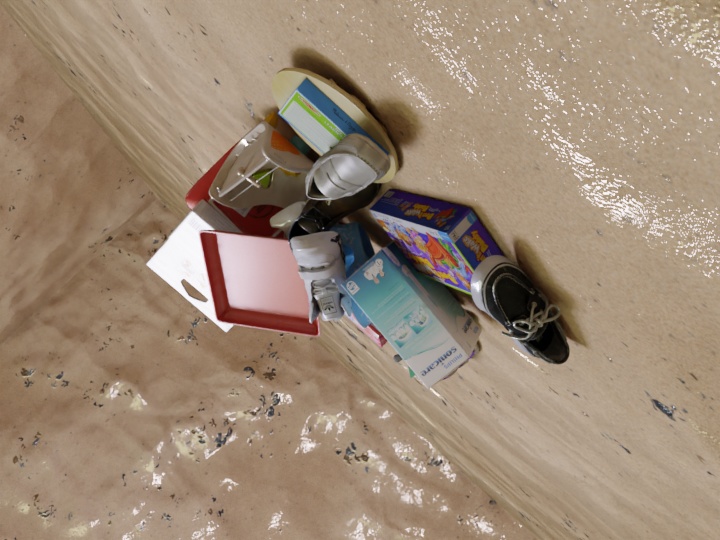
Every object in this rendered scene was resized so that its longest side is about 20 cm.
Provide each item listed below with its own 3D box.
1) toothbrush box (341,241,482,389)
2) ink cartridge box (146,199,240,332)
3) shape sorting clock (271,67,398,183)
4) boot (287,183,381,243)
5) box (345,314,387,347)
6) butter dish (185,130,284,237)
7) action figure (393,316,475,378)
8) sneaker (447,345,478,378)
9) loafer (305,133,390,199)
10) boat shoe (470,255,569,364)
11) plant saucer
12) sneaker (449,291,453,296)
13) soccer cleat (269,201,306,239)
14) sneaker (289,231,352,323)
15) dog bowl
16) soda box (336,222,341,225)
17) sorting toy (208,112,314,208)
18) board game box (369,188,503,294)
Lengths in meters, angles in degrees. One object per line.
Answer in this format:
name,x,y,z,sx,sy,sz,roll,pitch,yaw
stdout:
toothbrush box,0.082,0.058,1.179,0.200,0.085,0.146,49,-161,1
ink cartridge box,-0.260,-0.004,1.411,0.200,0.045,0.176,42,127,-12
shape sorting clock,-0.033,-0.186,1.016,0.200,0.039,0.200,37,168,9
boot,-0.041,-0.088,1.168,0.075,0.097,0.200,38,154,-14
box,0.001,0.046,1.567,0.200,0.103,0.095,40,168,17
butter dish,-0.179,-0.140,1.430,0.199,0.200,0.148,45,-167,-15
action figure,0.125,0.109,1.351,0.200,0.055,0.118,-29,75,49
sneaker,0.158,0.157,1.448,0.080,0.088,0.200,44,166,15
loafer,-0.020,-0.119,0.965,0.070,0.070,0.200,40,168,-11
boat shoe,0.203,0.057,0.965,0.068,0.074,0.199,36,167,48
plant saucer,-0.164,0.015,1.338,0.199,0.037,0.200,8,128,15
sneaker,0.078,0.042,1.330,0.078,0.082,0.200,51,168,-34
soccer cleat,-0.088,-0.058,1.352,0.200,0.077,0.069,52,-156,-59
sneaker,-0.053,0.013,1.166,0.200,0.075,0.115,60,-159,-78
dog bowl,0.000,0.000,1.327,0.112,0.049,0.200,55,-164,-50
soda box,-0.091,-0.001,1.473,0.068,0.200,0.063,31,164,45
sorting toy,-0.118,-0.151,1.285,0.180,0.107,0.200,31,150,-25
board game box,0.109,-0.035,1.046,0.135,0.045,0.200,50,168,-27
